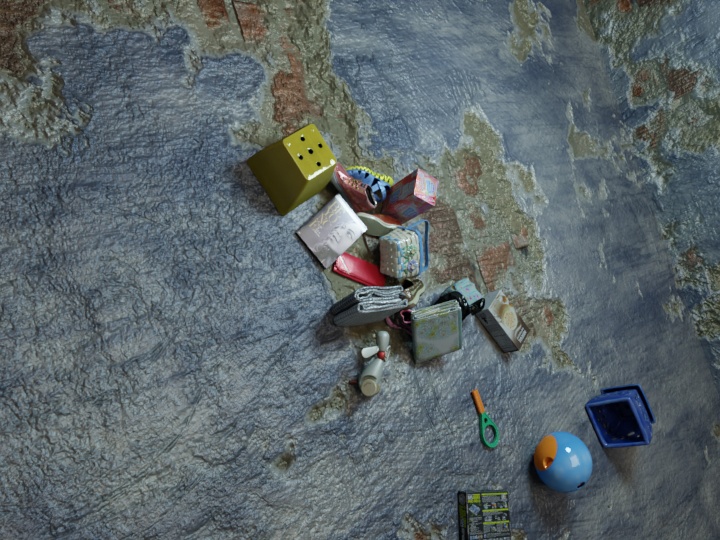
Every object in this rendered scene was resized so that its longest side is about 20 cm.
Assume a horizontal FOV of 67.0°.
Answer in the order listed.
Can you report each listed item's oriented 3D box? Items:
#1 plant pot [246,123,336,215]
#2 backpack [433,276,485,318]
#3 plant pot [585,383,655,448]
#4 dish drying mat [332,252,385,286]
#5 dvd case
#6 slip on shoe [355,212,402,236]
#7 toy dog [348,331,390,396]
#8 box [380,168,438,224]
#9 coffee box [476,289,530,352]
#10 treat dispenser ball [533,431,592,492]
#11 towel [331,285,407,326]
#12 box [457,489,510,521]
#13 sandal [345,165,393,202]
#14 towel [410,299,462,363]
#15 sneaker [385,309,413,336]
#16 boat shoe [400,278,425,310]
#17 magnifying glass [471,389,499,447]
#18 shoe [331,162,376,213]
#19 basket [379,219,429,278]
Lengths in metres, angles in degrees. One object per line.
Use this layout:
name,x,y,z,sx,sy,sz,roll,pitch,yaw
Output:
plant pot,-0.187,-0.322,1.640,0.199,0.175,0.202,-39,98,-36
backpack,0.343,0.107,1.879,0.198,0.166,0.128,-23,80,-50
plant pot,1.064,0.578,2.204,0.178,0.198,0.204,-26,90,-43
dish drying mat,0.000,0.000,1.766,0.197,0.018,0.079,22,64,-27
dvd case,-0.089,-0.125,1.718,0.200,0.016,0.149,-45,98,-23
slip on shoe,0.059,-0.159,1.828,0.196,0.074,0.062,11,48,-30
toy dog,0.024,0.286,1.655,0.094,0.133,0.204,11,58,11
box,0.164,-0.244,1.835,0.093,0.199,0.105,24,63,-24
coffee box,0.529,0.190,2.025,0.201,0.079,0.115,51,56,-11
treat dispenser ball,0.718,0.679,1.932,0.197,0.200,0.206,10,70,-30
towel,0.027,0.103,1.665,0.196,0.165,0.088,-6,73,-34
box,0.408,0.809,1.783,0.196,0.044,0.165,11,70,-31
sandal,0.023,-0.290,1.830,0.195,0.079,0.089,12,73,-24
towel,0.247,0.198,1.766,0.167,0.048,0.204,-14,123,-8
sneaker,0.180,0.167,1.791,0.196,0.095,0.081,18,65,-30
boat shoe,0.165,0.056,1.780,0.076,0.073,0.203,62,18,-10
magnifying glass,0.431,0.517,1.902,0.078,0.022,0.205,-16,87,-36
shoe,-0.023,-0.275,1.750,0.202,0.089,0.072,60,34,-28
basket,0.159,-0.061,1.803,0.198,0.137,0.181,-25,119,-41
